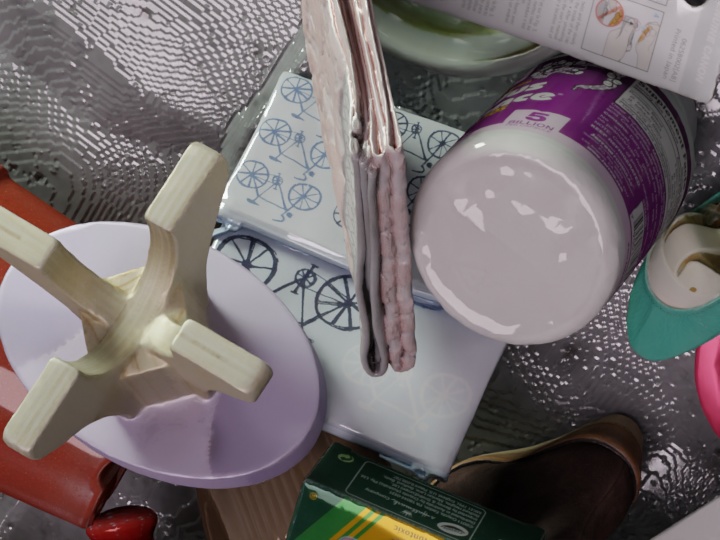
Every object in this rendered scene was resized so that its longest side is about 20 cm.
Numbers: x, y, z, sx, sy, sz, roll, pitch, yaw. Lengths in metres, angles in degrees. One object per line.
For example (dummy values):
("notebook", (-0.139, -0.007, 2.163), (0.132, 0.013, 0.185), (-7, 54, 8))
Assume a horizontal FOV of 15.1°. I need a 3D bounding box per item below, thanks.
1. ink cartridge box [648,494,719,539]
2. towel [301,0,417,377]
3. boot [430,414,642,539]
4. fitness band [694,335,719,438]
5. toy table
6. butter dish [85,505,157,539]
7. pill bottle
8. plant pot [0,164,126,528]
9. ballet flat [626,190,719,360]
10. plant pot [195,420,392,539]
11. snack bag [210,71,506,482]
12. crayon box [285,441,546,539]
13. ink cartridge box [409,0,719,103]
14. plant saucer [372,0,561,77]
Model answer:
("ink cartridge box", (0.195, 0.204, 1.488), (0.200, 0.145, 0.085), (-38, 50, 43))
("towel", (-0.003, -0.073, 1.400), (0.032, 0.192, 0.200), (-9, 145, -3))
("boot", (0.068, 0.162, 1.534), (0.200, 0.166, 0.072), (-36, 97, 31))
("fitness band", (0.279, 0.070, 1.484), (0.200, 0.037, 0.144), (30, 123, 10))
("toy table", (-0.119, 0.030, 1.433), (0.199, 0.117, 0.184), (17, 74, 17))
("butter dish", (-0.130, 0.215, 1.632), (0.199, 0.200, 0.148), (-15, 86, 44))
("pill bottle", (0.109, -0.049, 1.407), (0.112, 0.200, 0.113), (9, 115, 20))
("plant pot", (-0.209, 0.043, 1.601), (0.195, 0.201, 0.201), (29, 120, 1))
("ballet flat", (0.203, -0.024, 1.445), (0.200, 0.070, 0.068), (-38, 56, 27))
("plant pot", (-0.035, 0.150, 1.550), (0.092, 0.201, 0.202), (-17, 108, -11))
("snack bag", (0.000, 0.000, 1.500), (0.188, 0.200, 0.021), (21, 159, 14))
("crayon box", (0.008, 0.207, 1.449), (0.125, 0.052, 0.201), (22, 117, 10))
("ink cartridge box", (0.108, -0.193, 1.380), (0.199, 0.057, 0.163), (18, 118, 10))
("plant saucer", (0.058, -0.205, 1.450), (0.199, 0.050, 0.201), (9, 114, 20))
